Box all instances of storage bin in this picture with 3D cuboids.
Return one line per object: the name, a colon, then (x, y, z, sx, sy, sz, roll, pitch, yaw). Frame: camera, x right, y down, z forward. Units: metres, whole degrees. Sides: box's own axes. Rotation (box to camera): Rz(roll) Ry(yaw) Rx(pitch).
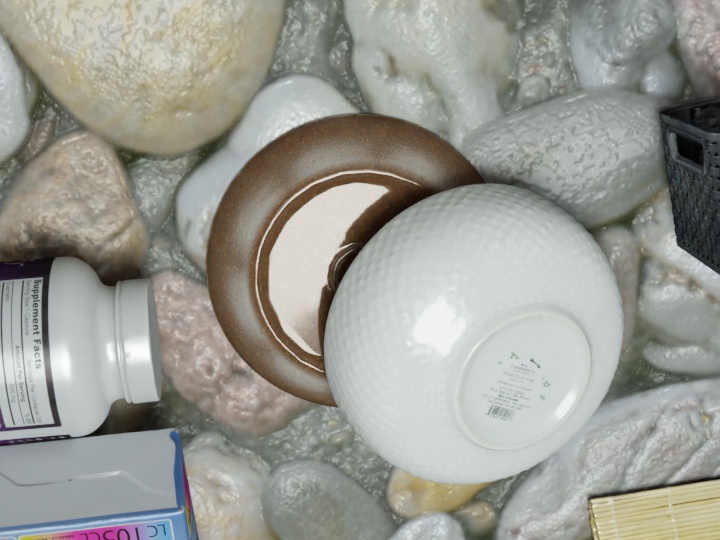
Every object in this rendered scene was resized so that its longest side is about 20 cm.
storage bin: (0.301, -0.067, 0.843, 0.200, 0.135, 0.094, -11, 104, -2)

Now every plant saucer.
plant saucer: (0.000, 0.000, 0.885, 0.200, 0.037, 0.200, -1, 103, -6)

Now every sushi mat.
sushi mat: (0.263, 0.190, 0.966, 0.200, 0.012, 0.096, -8, 103, -4)

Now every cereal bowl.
cereal bowl: (0.083, 0.051, 0.849, 0.200, 0.083, 0.200, -10, 116, -22)

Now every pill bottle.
pill bottle: (-0.227, 0.051, 0.837, 0.200, 0.112, 0.112, -5, 104, -5)

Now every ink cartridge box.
ink cartridge box: (-0.169, 0.201, 0.875, 0.136, 0.076, 0.200, -6, 131, -4)
